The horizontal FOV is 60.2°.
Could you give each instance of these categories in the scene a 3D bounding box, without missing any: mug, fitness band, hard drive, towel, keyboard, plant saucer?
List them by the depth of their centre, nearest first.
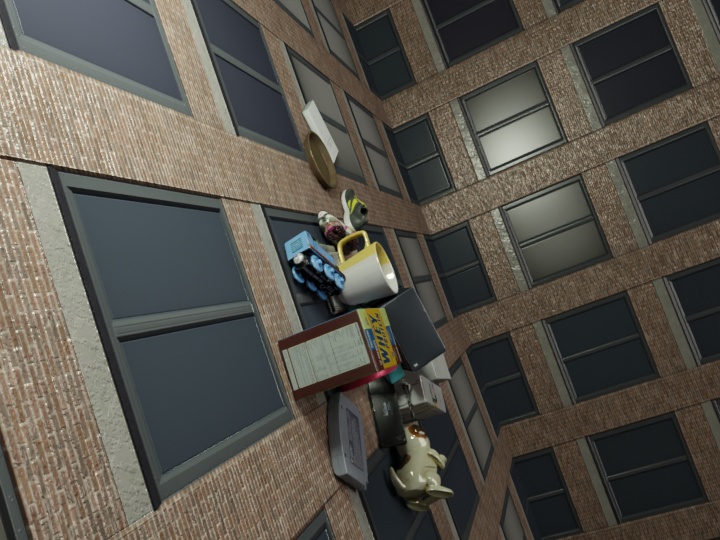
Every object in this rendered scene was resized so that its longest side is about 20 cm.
[{"bbox_3d":[0.018,0.258,1.569,0.038,0.142,0.200,67,17,4],"label":"fitness band"},{"bbox_3d":[0.004,0.009,1.706,0.150,0.151,0.188,55,19,-38],"label":"mug"},{"bbox_3d":[0.093,0.381,1.717,0.021,0.125,0.203,96,-16,-63],"label":"keyboard"},{"bbox_3d":[-0.074,0.019,1.760,0.203,0.034,0.192,70,17,4],"label":"towel"},{"bbox_3d":[-0.133,-0.360,2.042,0.202,0.029,0.201,-90,154,-51],"label":"plant saucer"},{"bbox_3d":[-0.139,-0.484,2.177,0.202,0.026,0.132,61,18,-24],"label":"hard drive"}]

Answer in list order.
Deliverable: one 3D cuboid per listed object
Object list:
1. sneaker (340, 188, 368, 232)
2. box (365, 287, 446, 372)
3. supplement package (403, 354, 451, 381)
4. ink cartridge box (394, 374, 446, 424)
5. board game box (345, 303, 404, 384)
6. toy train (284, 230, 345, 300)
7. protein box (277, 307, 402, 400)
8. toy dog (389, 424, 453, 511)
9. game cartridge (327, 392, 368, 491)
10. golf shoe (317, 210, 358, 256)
[{"bbox_3d":[-0.013,-0.211,2.143,0.075,0.084,0.202,51,24,-46],"label":"sneaker"},{"bbox_3d":[0.117,0.163,1.740,0.202,0.122,0.198,61,-15,-6],"label":"box"},{"bbox_3d":[0.185,0.305,2.029,0.200,0.149,0.154,25,45,-66],"label":"supplement package"},{"bbox_3d":[0.152,0.385,1.839,0.200,0.143,0.085,41,33,-58],"label":"ink cartridge box"},{"bbox_3d":[0.041,0.194,1.722,0.151,0.046,0.202,34,-31,59],"label":"board game box"},{"bbox_3d":[-0.110,-0.009,1.581,0.200,0.086,0.116,40,27,-50],"label":"toy train"},{"bbox_3d":[-0.040,0.180,1.379,0.198,0.197,0.137,8,62,-71],"label":"protein box"},{"bbox_3d":[0.146,0.533,1.713,0.191,0.140,0.202,18,42,-20],"label":"toy dog"},{"bbox_3d":[-0.031,0.394,1.442,0.134,0.040,0.202,56,20,-46],"label":"game cartridge"},{"bbox_3d":[-0.066,-0.116,1.879,0.093,0.072,0.200,56,3,31],"label":"golf shoe"}]
